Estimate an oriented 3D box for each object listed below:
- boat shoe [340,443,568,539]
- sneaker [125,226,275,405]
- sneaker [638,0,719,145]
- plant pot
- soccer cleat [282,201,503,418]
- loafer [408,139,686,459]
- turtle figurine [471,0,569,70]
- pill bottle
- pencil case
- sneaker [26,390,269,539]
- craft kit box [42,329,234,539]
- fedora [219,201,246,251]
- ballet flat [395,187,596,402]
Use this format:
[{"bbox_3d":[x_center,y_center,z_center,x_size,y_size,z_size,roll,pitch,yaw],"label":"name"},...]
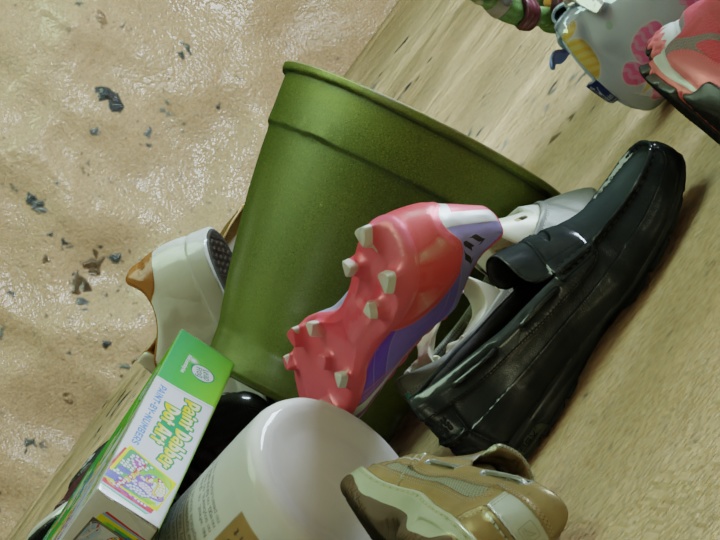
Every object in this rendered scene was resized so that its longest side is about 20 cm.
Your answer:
[{"bbox_3d":[0.049,0.114,0.962,0.076,0.072,0.200,-39,14,-9],"label":"boat shoe"},{"bbox_3d":[-0.101,0.074,1.435,0.084,0.201,0.073,-20,10,14],"label":"sneaker"},{"bbox_3d":[0.193,-0.117,1.052,0.087,0.074,0.200,-49,9,16],"label":"sneaker"},{"bbox_3d":[0.000,0.000,1.305,0.194,0.199,0.200,-64,9,-2],"label":"plant pot"},{"bbox_3d":[0.015,0.028,1.124,0.076,0.067,0.200,-12,-26,-25],"label":"soccer cleat"},{"bbox_3d":[0.099,0.008,1.060,0.201,0.070,0.068,-55,9,-15],"label":"loafer"},{"bbox_3d":[0.147,-0.227,1.418,0.194,0.143,0.202,-158,63,-63],"label":"turtle figurine"},{"bbox_3d":[-0.065,0.171,1.134,0.200,0.114,0.115,-47,10,35],"label":"pill bottle"},{"bbox_3d":[0.204,-0.191,1.238,0.200,0.091,0.083,-48,10,27],"label":"pencil case"},{"bbox_3d":[-0.131,0.119,1.339,0.199,0.076,0.116,-33,16,19],"label":"sneaker"},{"bbox_3d":[-0.155,0.156,1.184,0.198,0.048,0.200,-52,7,23],"label":"craft kit box"},{"bbox_3d":[-0.047,0.039,1.525,0.200,0.081,0.202,-29,-56,-54],"label":"fedora"},{"bbox_3d":[0.079,0.007,1.193,0.067,0.064,0.201,-41,14,53],"label":"ballet flat"}]
